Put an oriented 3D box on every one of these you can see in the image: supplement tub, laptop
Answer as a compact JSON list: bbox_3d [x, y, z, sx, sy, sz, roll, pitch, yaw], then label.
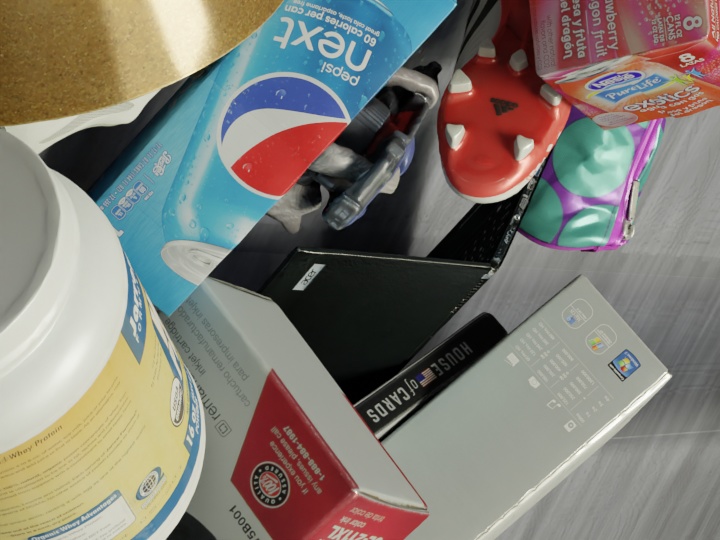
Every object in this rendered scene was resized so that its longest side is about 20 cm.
[{"bbox_3d":[-0.157,0.041,1.088,0.145,0.145,0.200,-49,151,-17],"label":"supplement tub"},{"bbox_3d":[0.000,0.000,1.368,0.177,0.103,0.200,-47,-168,45],"label":"laptop"}]

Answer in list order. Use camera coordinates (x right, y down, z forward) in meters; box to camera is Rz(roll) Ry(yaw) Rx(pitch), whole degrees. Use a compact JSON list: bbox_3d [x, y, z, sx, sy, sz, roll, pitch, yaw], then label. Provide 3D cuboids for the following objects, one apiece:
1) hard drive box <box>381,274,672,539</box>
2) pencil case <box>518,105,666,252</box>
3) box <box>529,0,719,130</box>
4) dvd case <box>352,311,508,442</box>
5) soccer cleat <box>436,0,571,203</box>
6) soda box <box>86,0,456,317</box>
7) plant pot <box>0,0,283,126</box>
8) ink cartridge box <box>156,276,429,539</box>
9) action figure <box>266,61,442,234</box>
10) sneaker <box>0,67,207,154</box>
[{"bbox_3d":[0.065,0.107,1.409,0.200,0.077,0.156,-40,172,-12],"label":"hard drive box"},{"bbox_3d":[0.156,-0.109,1.505,0.085,0.092,0.200,-6,122,-56],"label":"pencil case"},{"bbox_3d":[0.142,-0.185,1.297,0.100,0.095,0.200,28,54,-60],"label":"box"},{"bbox_3d":[-0.013,0.111,1.424,0.150,0.025,0.200,-34,169,-43],"label":"dvd case"},{"bbox_3d":[0.082,-0.109,1.352,0.085,0.069,0.200,89,10,-56],"label":"soccer cleat"},{"bbox_3d":[-0.044,-0.077,1.158,0.200,0.064,0.068,-47,-169,15],"label":"soda box"},{"bbox_3d":[-0.128,-0.184,0.904,0.186,0.186,0.200,-39,134,-33],"label":"plant pot"},{"bbox_3d":[-0.091,0.125,1.220,0.200,0.146,0.083,-44,154,12],"label":"ink cartridge box"},{"bbox_3d":[-0.004,-0.110,1.282,0.194,0.105,0.200,-61,180,18],"label":"action figure"},{"bbox_3d":[-0.100,-0.115,1.120,0.200,0.074,0.089,-36,158,-33],"label":"sneaker"}]
